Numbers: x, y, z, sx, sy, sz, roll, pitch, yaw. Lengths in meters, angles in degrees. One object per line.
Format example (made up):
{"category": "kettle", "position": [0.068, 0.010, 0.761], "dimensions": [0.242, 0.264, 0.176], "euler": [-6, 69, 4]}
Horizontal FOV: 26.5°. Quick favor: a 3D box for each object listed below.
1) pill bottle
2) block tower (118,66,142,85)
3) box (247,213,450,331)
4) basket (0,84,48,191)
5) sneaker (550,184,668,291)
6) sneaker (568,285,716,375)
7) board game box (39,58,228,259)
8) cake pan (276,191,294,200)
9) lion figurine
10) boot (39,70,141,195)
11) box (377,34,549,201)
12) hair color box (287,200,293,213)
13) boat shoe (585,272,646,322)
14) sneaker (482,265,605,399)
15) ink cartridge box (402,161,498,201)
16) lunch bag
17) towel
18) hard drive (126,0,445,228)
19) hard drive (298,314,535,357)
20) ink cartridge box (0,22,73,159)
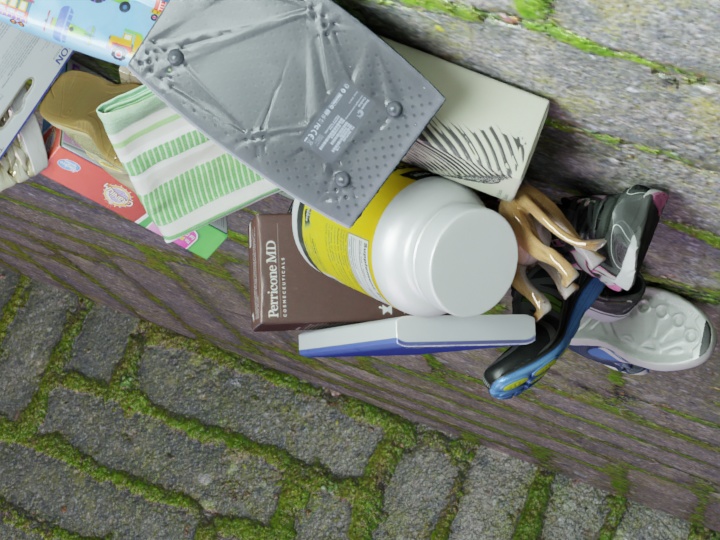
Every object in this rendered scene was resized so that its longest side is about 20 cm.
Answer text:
{"category": "pill bottle", "position": [0.036, -0.028, 1.238], "dimensions": [0.112, 0.113, 0.199], "euler": [29, 177, -35]}
{"category": "block tower", "position": [-0.110, -0.155, 1.341], "dimensions": [0.198, 0.055, 0.058], "euler": [22, 170, -2]}
{"category": "box", "position": [0.000, 0.000, 1.380], "dimensions": [0.198, 0.101, 0.075], "euler": [-2, 173, -9]}
{"category": "basket", "position": [-0.391, -0.165, 1.392], "dimensions": [0.135, 0.123, 0.202], "euler": [25, 139, 40]}
{"category": "sneaker", "position": [0.197, -0.029, 1.284], "dimensions": [0.086, 0.081, 0.200], "euler": [22, 168, 4]}
{"category": "sneaker", "position": [0.300, 0.068, 1.576], "dimensions": [0.199, 0.082, 0.146], "euler": [8, 171, 40]}
{"category": "board game box", "position": [-0.227, -0.115, 1.546], "dimensions": [0.199, 0.154, 0.040], "euler": [29, 123, -28]}
{"category": "cake pan", "position": [-0.069, -0.095, 1.453], "dimensions": [0.198, 0.037, 0.200], "euler": [22, -175, -2]}
{"category": "lion figurine", "position": [0.133, -0.030, 1.253], "dimensions": [0.123, 0.072, 0.200], "euler": [52, 158, 8]}
{"category": "boot", "position": [-0.183, -0.099, 1.374], "dimensions": [0.199, 0.073, 0.155], "euler": [23, 166, 41]}
{"category": "box", "position": [0.039, -0.124, 1.161], "dimensions": [0.198, 0.069, 0.082], "euler": [21, 170, 5]}
{"category": "hair color box", "position": [-0.003, -0.037, 1.574], "dimensions": [0.060, 0.101, 0.199], "euler": [31, 166, -35]}
{"category": "boat shoe", "position": [0.180, -0.011, 1.460], "dimensions": [0.198, 0.069, 0.057], "euler": [21, 154, -9]}
{"category": "sneaker", "position": [0.158, 0.035, 1.376], "dimensions": [0.082, 0.200, 0.071], "euler": [34, 150, 1]}
{"category": "ink cartridge box", "position": [0.069, -0.094, 1.328], "dimensions": [0.118, 0.042, 0.200], "euler": [21, 167, 1]}
{"category": "lunch bag", "position": [-0.206, -0.210, 1.215], "dimensions": [0.149, 0.095, 0.200], "euler": [20, 179, -2]}
{"category": "towel", "position": [-0.118, -0.103, 1.236], "dimensions": [0.200, 0.151, 0.024], "euler": [77, 167, -62]}
{"category": "hard drive", "position": [-0.052, -0.138, 1.093], "dimensions": [0.199, 0.135, 0.042], "euler": [35, -161, -7]}
{"category": "hard drive", "position": [0.045, 0.058, 1.329], "dimensions": [0.131, 0.026, 0.200], "euler": [0, 174, -25]}
{"category": "ink cartridge box", "position": [-0.340, -0.179, 1.292], "dimensions": [0.043, 0.197, 0.200], "euler": [30, 172, 23]}
